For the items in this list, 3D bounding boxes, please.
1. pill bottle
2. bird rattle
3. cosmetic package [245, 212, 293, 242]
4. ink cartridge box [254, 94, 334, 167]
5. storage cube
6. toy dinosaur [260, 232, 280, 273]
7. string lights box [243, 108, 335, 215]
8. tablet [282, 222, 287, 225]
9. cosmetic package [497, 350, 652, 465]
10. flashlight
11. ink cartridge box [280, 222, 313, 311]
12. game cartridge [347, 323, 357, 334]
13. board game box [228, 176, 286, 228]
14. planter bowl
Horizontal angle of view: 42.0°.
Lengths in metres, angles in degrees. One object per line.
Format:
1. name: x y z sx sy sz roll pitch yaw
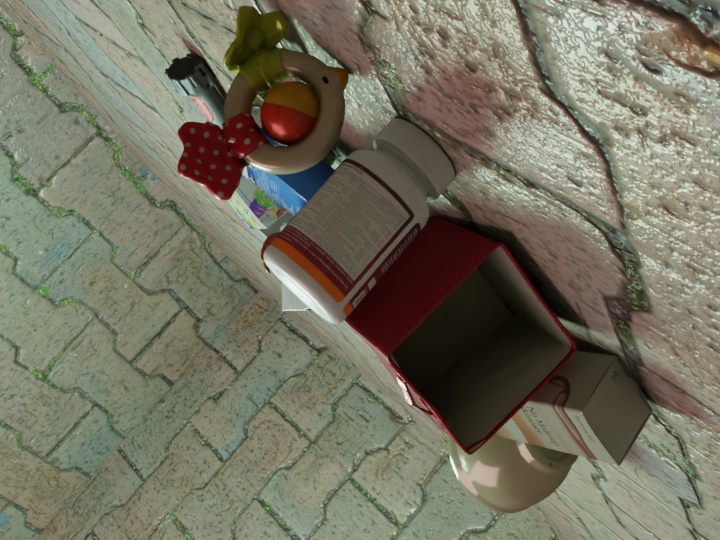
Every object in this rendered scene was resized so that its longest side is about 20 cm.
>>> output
1. pill bottle: 0.001 -0.053 0.967 0.109 0.200 0.110 40 170 8
2. bird rattle: -0.098 -0.164 0.969 0.161 0.203 0.113 14 164 14
3. cosmetic package: -0.099 -0.051 1.687 0.200 0.107 0.090 45 171 -23
4. ink cartridge box: -0.100 -0.183 1.285 0.145 0.048 0.200 44 164 -8
5. storage cube: 0.107 0.067 1.088 0.171 0.200 0.180 49 173 -24
6. toy dinosaur: -0.071 -0.002 1.463 0.181 0.105 0.200 37 -170 -7
7. string lights box: -0.082 -0.116 1.223 0.199 0.059 0.103 39 166 10
8. tablet: -0.022 -0.036 1.485 0.129 0.014 0.199 17 -177 -44
9. cosmetic package: 0.234 0.156 1.134 0.104 0.088 0.199 51 154 -24
10. flashlight: -0.246 -0.260 1.491 0.068 0.068 0.200 31 167 30
11. ink cartridge box: -0.052 -0.007 1.115 0.050 0.111 0.200 -1 178 -17
12. game cartridge: 0.000 0.000 1.339 0.201 0.130 0.038 51 165 -30
13. board game box: -0.160 -0.138 1.509 0.105 0.103 0.200 51 171 -10
14. planter bowl: 0.250 0.256 1.422 0.200 0.201 0.134 44 143 -9
